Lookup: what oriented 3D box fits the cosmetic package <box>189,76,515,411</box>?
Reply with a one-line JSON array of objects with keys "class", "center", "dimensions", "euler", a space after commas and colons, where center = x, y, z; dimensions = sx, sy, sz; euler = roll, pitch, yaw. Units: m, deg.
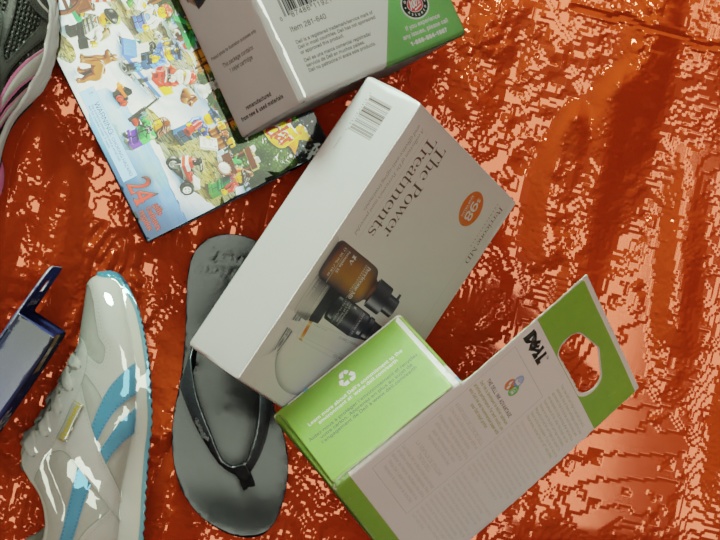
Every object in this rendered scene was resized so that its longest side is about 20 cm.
[{"class": "cosmetic package", "center": [0.000, 0.000, 1.149], "dimensions": [0.052, 0.151, 0.201], "euler": [31, 86, 34]}]

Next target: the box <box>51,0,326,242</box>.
[{"class": "box", "center": [-0.124, -0.138, 1.186], "dimensions": [0.136, 0.038, 0.201], "euler": [-27, 93, -6]}]

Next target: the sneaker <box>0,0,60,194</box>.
[{"class": "sneaker", "center": [-0.249, -0.112, 1.128], "dimensions": [0.080, 0.086, 0.201], "euler": [14, 95, 15]}]

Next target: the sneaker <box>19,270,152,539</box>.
[{"class": "sneaker", "center": [-0.176, 0.100, 1.161], "dimensions": [0.080, 0.076, 0.201], "euler": [3, 90, -11]}]

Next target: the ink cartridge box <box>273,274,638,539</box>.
[{"class": "ink cartridge box", "center": [0.066, 0.086, 1.152], "dimensions": [0.200, 0.148, 0.076], "euler": [-40, 50, -6]}]

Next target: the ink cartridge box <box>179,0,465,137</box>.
[{"class": "ink cartridge box", "center": [-0.045, -0.208, 1.146], "dimensions": [0.144, 0.084, 0.201], "euler": [-27, 93, -35]}]

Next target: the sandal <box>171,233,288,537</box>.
[{"class": "sandal", "center": [-0.089, 0.077, 1.188], "dimensions": [0.076, 0.043, 0.201], "euler": [-5, 91, -6]}]

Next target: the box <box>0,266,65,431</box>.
[{"class": "box", "center": [-0.236, 0.087, 1.132], "dimensions": [0.032, 0.121, 0.201], "euler": [34, 87, -5]}]
